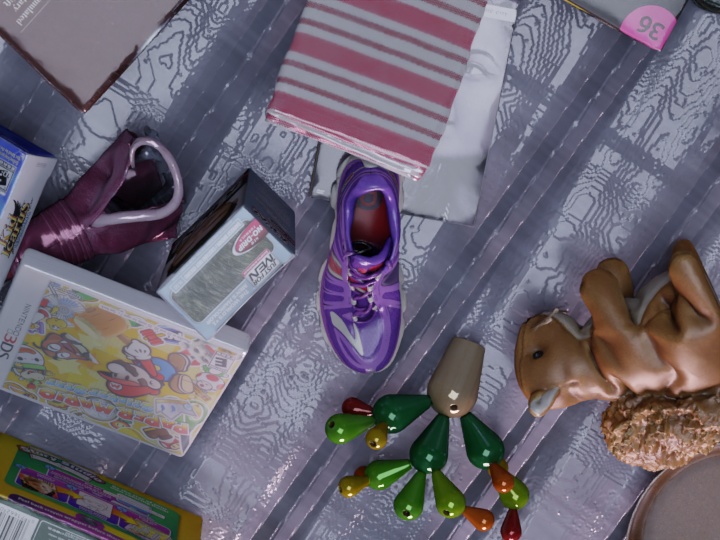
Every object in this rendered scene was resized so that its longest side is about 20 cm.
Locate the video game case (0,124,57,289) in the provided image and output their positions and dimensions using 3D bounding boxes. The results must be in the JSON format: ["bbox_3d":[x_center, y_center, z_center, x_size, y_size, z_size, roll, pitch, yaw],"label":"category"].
[{"bbox_3d":[-0.368,-0.054,1.616,0.199,0.045,0.182,29,102,25],"label":"video game case"}]

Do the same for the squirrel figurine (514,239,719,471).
[{"bbox_3d":[0.234,0.090,1.675,0.186,0.142,0.201,-25,98,10],"label":"squirrel figurine"}]

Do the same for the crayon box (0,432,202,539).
[{"bbox_3d":[-0.237,0.220,1.662,0.199,0.173,0.059,24,97,-7],"label":"crayon box"}]

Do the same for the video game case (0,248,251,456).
[{"bbox_3d":[-0.213,0.074,1.648,0.199,0.023,0.182,21,139,-11],"label":"video game case"}]

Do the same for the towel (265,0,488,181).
[{"bbox_3d":[0.019,-0.190,1.629,0.145,0.030,0.201,21,79,-3],"label":"towel"}]

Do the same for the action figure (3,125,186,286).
[{"bbox_3d":[-0.237,-0.027,1.631,0.199,0.149,0.135,-31,108,-10],"label":"action figure"}]

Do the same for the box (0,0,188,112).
[{"bbox_3d":[-0.235,-0.261,1.566,0.200,0.164,0.166,44,96,-10],"label":"box"}]

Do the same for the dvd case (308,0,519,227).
[{"bbox_3d":[0.045,-0.148,1.677,0.148,0.016,0.202,10,101,-4],"label":"dvd case"}]

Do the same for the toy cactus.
[{"bbox_3d":[0.070,0.143,1.713,0.199,0.102,0.166,21,82,-4],"label":"toy cactus"}]

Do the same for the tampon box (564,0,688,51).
[{"bbox_3d":[0.222,-0.306,1.594,0.149,0.126,0.201,27,100,-7],"label":"tampon box"}]

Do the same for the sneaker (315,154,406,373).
[{"bbox_3d":[0.000,0.000,1.666,0.080,0.084,0.201,-1,112,1],"label":"sneaker"}]

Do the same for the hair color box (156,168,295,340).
[{"bbox_3d":[-0.108,-0.017,1.603,0.099,0.200,0.061,-45,100,6],"label":"hair color box"}]

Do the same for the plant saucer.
[{"bbox_3d":[0.336,0.247,1.763,0.199,0.032,0.202,0,101,-2],"label":"plant saucer"}]

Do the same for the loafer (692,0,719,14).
[{"bbox_3d":[0.379,-0.254,1.643,0.198,0.063,0.072,-7,102,-1],"label":"loafer"}]
